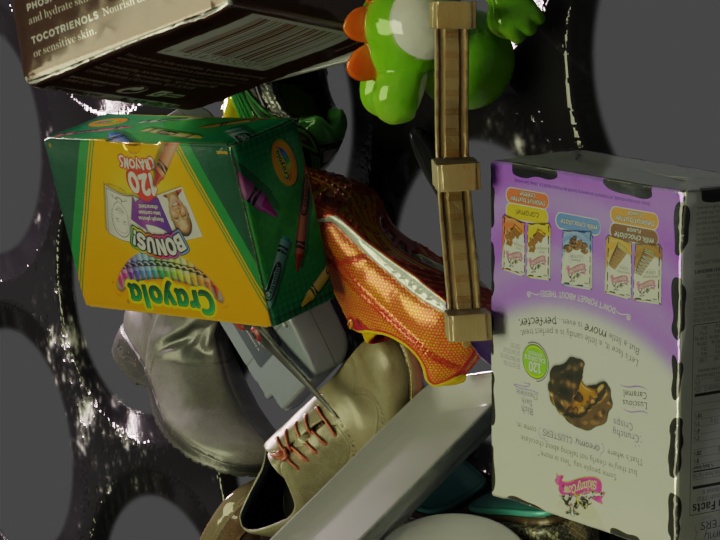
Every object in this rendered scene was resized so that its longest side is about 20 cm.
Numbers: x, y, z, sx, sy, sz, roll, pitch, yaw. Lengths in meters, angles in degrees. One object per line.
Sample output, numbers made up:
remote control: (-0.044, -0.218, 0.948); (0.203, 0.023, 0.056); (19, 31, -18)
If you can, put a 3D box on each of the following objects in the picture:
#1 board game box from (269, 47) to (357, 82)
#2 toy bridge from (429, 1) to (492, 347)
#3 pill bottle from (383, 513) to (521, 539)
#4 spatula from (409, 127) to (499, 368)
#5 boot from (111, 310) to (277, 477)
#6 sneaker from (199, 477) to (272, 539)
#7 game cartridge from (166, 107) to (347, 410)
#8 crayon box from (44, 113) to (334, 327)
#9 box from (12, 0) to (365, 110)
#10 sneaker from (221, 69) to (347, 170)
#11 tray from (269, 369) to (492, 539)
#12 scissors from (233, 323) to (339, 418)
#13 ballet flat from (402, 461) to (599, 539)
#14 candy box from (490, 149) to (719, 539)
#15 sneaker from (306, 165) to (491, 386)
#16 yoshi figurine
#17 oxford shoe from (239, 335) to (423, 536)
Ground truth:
board game box: (-0.057, -0.220, 1.690); (0.199, 0.026, 0.201); (-11, 82, 36)
toy bridge: (0.056, -0.055, 1.519); (0.067, 0.027, 0.201); (-110, 17, -84)
pill bottle: (0.057, 0.251, 1.568); (0.114, 0.114, 0.201); (40, 143, 45)
spatula: (0.064, -0.013, 1.600); (0.021, 0.056, 0.201); (-43, 47, 32)
boot: (-0.108, 0.046, 1.856); (0.200, 0.070, 0.132); (41, 124, 39)
sneaker: (-0.077, 0.234, 1.861); (0.075, 0.070, 0.201); (37, 131, 23)
game cartridge: (-0.079, -0.009, 1.761); (0.201, 0.041, 0.133); (59, 154, 6)
crayon box: (-0.111, -0.035, 1.680); (0.199, 0.058, 0.119); (5, 113, 48)
box: (-0.108, -0.220, 1.609); (0.164, 0.166, 0.201); (-17, 77, 33)
sneaker: (-0.063, -0.152, 1.754); (0.085, 0.078, 0.201); (-41, 72, 43)
tray: (0.018, 0.128, 1.592); (0.022, 0.200, 0.107); (55, 149, -13)
scissors: (-0.073, 0.036, 1.743); (0.200, 0.014, 0.073); (51, 154, 21)
ballet flat: (0.073, 0.160, 1.616); (0.200, 0.068, 0.076); (12, 118, 51)
candy box: (0.149, 0.042, 1.469); (0.167, 0.071, 0.201); (14, 108, 54)
sneaker: (0.000, 0.000, 1.658); (0.200, 0.073, 0.077); (45, 122, 33)
yoshi figurine: (0.064, -0.179, 1.558); (0.111, 0.112, 0.201); (21, 104, 8)
oxford shoe: (-0.019, 0.115, 1.726); (0.071, 0.074, 0.200); (57, 138, 33)
